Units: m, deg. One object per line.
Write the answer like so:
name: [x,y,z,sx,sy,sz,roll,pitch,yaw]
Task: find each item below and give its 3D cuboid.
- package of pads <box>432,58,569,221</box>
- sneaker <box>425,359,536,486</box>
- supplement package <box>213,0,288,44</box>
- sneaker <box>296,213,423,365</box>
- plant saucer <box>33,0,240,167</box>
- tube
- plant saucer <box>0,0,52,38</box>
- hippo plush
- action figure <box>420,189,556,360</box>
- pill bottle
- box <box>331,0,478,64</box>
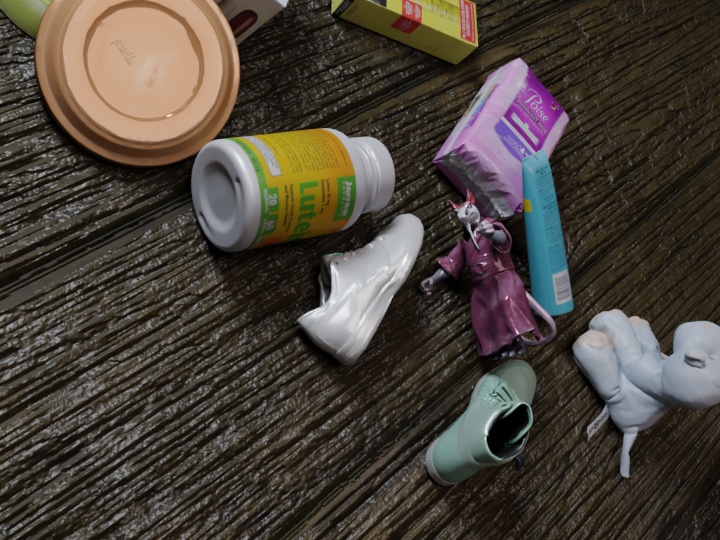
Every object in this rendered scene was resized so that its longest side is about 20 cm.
package of pads: [0.185,-0.166,1.216,0.121,0.076,0.200,46,52,-16]
sneaker: [0.168,0.159,1.046,0.074,0.118,0.200,52,50,-5]
supplement package: [-0.163,-0.361,0.990,0.200,0.111,0.156,39,46,-27]
sneaker: [0.000,0.000,1.024,0.088,0.075,0.200,34,56,-7]
plant saucer: [-0.213,-0.202,0.923,0.199,0.032,0.201,0,91,-24]
tube: [0.227,-0.045,1.167,0.077,0.050,0.201,-32,116,-60]
plant saucer: [-0.285,-0.313,0.963,0.199,0.031,0.201,13,65,-31]
hippo plush: [0.370,0.121,1.179,0.159,0.161,0.200,45,52,-13]
action figure: [0.159,0.000,1.094,0.148,0.134,0.201,-9,80,-39]
pill bottle: [-0.064,-0.089,0.981,0.199,0.111,0.111,-13,80,-38]
box: [0.058,-0.334,1.206,0.199,0.050,0.076,16,63,-31]
